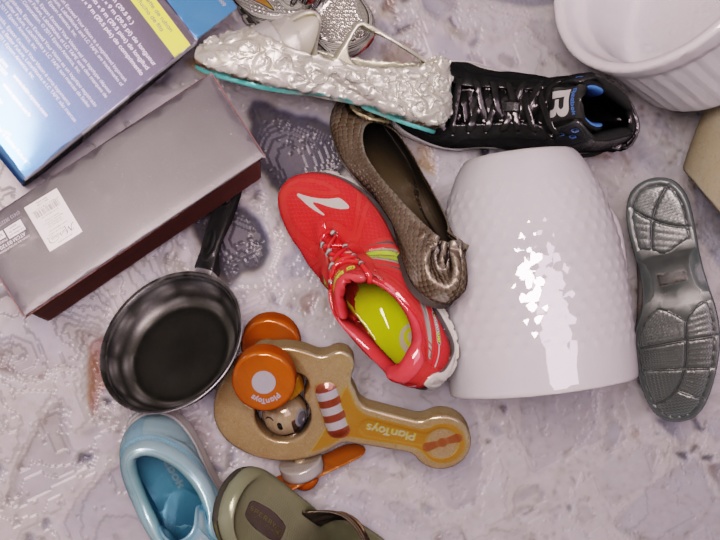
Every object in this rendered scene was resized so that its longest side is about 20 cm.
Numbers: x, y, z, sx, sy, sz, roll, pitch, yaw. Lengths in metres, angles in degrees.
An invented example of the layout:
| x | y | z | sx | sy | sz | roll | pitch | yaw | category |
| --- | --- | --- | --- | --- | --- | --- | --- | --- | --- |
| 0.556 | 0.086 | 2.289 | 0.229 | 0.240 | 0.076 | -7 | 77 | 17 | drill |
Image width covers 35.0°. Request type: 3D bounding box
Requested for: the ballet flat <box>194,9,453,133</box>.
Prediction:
| x | y | z | sx | sy | sz | roll | pitch | yaw | category |
| --- | --- | --- | --- | --- | --- | --- | --- | --- | --- |
| -0.022 | -0.156 | 0.843 | 0.197 | 0.072 | 0.073 | 13 | 86 | -14 | ballet flat |

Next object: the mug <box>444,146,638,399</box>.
| x | y | z | sx | sy | sz | roll | pitch | yaw | category |
| --- | --- | --- | --- | --- | --- | --- | --- | --- | --- |
| 0.149 | -0.001 | 0.895 | 0.198 | 0.146 | 0.179 | -5 | 88 | -45 | mug |

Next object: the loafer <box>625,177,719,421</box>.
| x | y | z | sx | sy | sz | roll | pitch | yaw | category |
| --- | --- | --- | --- | --- | --- | --- | --- | --- | --- |
| 0.264 | 0.022 | 0.960 | 0.071 | 0.063 | 0.204 | -5 | 95 | 21 | loafer |

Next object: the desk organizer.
| x | y | z | sx | sy | sz | roll | pitch | yaw | category |
| --- | --- | --- | --- | --- | --- | --- | --- | --- | --- |
| -0.168 | -0.048 | 0.821 | 0.199 | 0.077 | 0.072 | -34 | 86 | -8 | desk organizer |

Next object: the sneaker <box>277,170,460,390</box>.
| x | y | z | sx | sy | sz | roll | pitch | yaw | category |
| --- | --- | --- | --- | --- | --- | --- | --- | --- | --- |
| 0.000 | 0.000 | 0.837 | 0.077 | 0.085 | 0.201 | -45 | 69 | 17 | sneaker |

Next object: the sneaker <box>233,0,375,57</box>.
| x | y | z | sx | sy | sz | roll | pitch | yaw | category |
| --- | --- | --- | --- | --- | --- | --- | --- | --- | --- |
| -0.072 | -0.225 | 0.850 | 0.198 | 0.082 | 0.079 | 33 | 81 | -15 | sneaker |

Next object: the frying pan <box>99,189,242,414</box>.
| x | y | z | sx | sy | sz | roll | pitch | yaw | category |
| --- | --- | --- | --- | --- | --- | --- | --- | --- | --- |
| -0.137 | 0.022 | 0.851 | 0.113 | 0.031 | 0.193 | -12 | 55 | 13 | frying pan |

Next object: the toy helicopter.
| x | y | z | sx | sy | sz | roll | pitch | yaw | category |
| --- | --- | --- | --- | --- | --- | --- | --- | --- | --- |
| -0.015 | 0.120 | 0.866 | 0.197 | 0.079 | 0.134 | 13 | 109 | -5 | toy helicopter |

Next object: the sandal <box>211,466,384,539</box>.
| x | y | z | sx | sy | sz | roll | pitch | yaw | category |
| --- | --- | --- | --- | --- | --- | --- | --- | --- | --- |
| -0.029 | 0.208 | 0.838 | 0.201 | 0.057 | 0.081 | 40 | 56 | -43 | sandal |

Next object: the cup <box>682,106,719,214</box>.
| x | y | z | sx | sy | sz | roll | pitch | yaw | category |
| --- | --- | --- | --- | --- | --- | --- | --- | --- | --- |
| 0.352 | -0.093 | 0.934 | 0.143 | 0.201 | 0.200 | -41 | 102 | 14 | cup |

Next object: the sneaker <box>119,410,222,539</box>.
| x | y | z | sx | sy | sz | roll | pitch | yaw | category |
| --- | --- | --- | --- | --- | --- | --- | --- | --- | --- |
| -0.117 | 0.197 | 0.827 | 0.073 | 0.082 | 0.201 | -33 | 100 | 10 | sneaker |

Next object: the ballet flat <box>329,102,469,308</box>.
| x | y | z | sx | sy | sz | roll | pitch | yaw | category |
| --- | --- | --- | --- | --- | --- | --- | --- | --- | --- |
| 0.032 | -0.062 | 0.848 | 0.066 | 0.047 | 0.202 | 1 | 50 | -33 | ballet flat |

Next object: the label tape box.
| x | y | z | sx | sy | sz | roll | pitch | yaw | category |
| --- | --- | --- | --- | --- | --- | --- | --- | --- | --- |
| -0.210 | -0.180 | 0.819 | 0.200 | 0.066 | 0.144 | -42 | 100 | -14 | label tape box |

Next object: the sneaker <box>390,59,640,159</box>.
| x | y | z | sx | sy | sz | roll | pitch | yaw | category |
| --- | --- | --- | --- | --- | --- | --- | --- | --- | --- |
| 0.125 | -0.132 | 0.892 | 0.197 | 0.112 | 0.074 | 4 | 88 | -16 | sneaker |

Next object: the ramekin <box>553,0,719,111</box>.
| x | y | z | sx | sy | sz | roll | pitch | yaw | category |
| --- | --- | --- | --- | --- | --- | --- | --- | --- | --- |
| 0.258 | -0.224 | 0.888 | 0.097 | 0.199 | 0.203 | 28 | 82 | -39 | ramekin |
